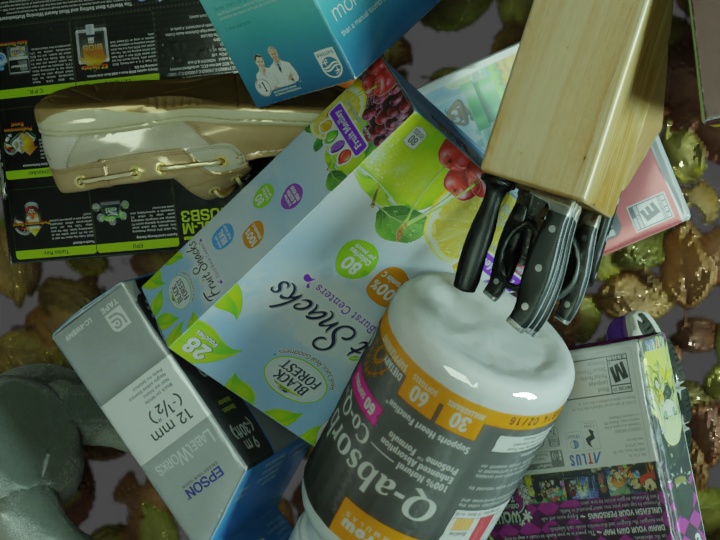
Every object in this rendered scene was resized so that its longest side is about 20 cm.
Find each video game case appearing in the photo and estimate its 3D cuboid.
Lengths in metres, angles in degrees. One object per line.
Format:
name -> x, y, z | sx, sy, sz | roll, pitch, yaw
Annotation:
video game case -> 0.112, 0.140, 1.211 | 0.199, 0.036, 0.183 | -13, 88, 42
video game case -> 0.088, -0.060, 1.262 | 0.199, 0.017, 0.144 | -23, 89, 12

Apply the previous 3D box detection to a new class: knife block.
knife block -> 0.108, -0.072, 1.088 | 0.064, 0.176, 0.201 | 18, 136, 20

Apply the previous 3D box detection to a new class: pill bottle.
pill bottle -> 0.034, 0.111, 1.174 | 0.116, 0.116, 0.201 | 31, 118, 9

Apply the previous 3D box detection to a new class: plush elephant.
plush elephant -> -0.242, 0.139, 1.283 | 0.199, 0.155, 0.166 | 27, 54, -22

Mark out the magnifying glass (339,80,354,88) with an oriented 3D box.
magnifying glass -> -0.060, -0.185, 1.286 | 0.079, 0.022, 0.201 | -36, 84, 12

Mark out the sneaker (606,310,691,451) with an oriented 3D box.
sneaker -> 0.153, 0.124, 1.231 | 0.083, 0.081, 0.202 | 4, 90, 25

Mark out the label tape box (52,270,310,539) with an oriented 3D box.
label tape box -> -0.086, 0.095, 1.239 | 0.066, 0.143, 0.201 | -38, 85, 17

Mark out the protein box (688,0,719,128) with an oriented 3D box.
protein box -> 0.251, -0.188, 1.128 | 0.134, 0.198, 0.202 | -6, 92, 13

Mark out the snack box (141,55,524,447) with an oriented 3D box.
snack box -> 0.000, 0.000, 1.193 | 0.200, 0.168, 0.068 | -43, 41, 12

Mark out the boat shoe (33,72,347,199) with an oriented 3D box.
boat shoe -> -0.097, -0.078, 1.221 | 0.198, 0.074, 0.070 | 0, 112, 11

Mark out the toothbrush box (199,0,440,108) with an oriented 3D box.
toothbrush box -> -0.040, -0.220, 1.160 | 0.085, 0.146, 0.201 | -13, 112, 42

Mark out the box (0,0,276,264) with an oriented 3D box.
box -> -0.138, -0.108, 1.282 | 0.198, 0.048, 0.195 | -5, 98, 15
